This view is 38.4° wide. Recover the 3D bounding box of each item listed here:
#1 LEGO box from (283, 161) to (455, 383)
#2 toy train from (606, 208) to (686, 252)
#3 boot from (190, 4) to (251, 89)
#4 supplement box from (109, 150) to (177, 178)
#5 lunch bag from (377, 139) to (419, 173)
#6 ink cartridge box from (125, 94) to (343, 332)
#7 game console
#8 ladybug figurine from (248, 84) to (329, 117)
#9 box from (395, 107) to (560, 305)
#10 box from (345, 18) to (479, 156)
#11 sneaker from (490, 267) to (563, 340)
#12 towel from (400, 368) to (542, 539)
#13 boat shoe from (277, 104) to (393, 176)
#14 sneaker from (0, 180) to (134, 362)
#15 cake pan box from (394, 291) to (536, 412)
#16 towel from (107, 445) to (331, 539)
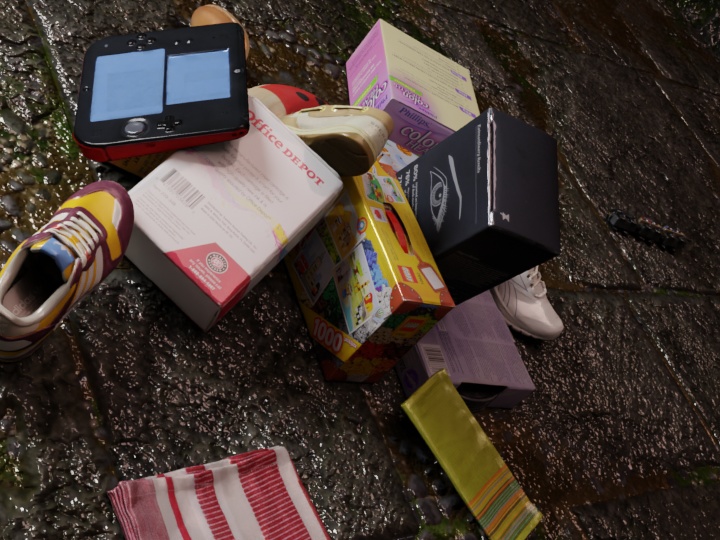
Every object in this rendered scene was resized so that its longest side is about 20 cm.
[{"bbox_3d":[0.000,0.000,1.139,0.077,0.149,0.201,9,46,-40],"label":"LEGO box"},{"bbox_3d":[0.511,-0.073,1.844,0.199,0.034,0.046,16,30,-34],"label":"toy train"},{"bbox_3d":[-0.207,-0.264,1.272,0.154,0.074,0.201,5,52,-48],"label":"boot"},{"bbox_3d":[-0.187,-0.125,1.158,0.199,0.067,0.069,23,39,-27],"label":"supplement box"},{"bbox_3d":[0.067,-0.092,1.347,0.199,0.076,0.161,27,22,-21],"label":"lunch bag"},{"bbox_3d":[-0.136,-0.061,1.059,0.148,0.086,0.200,43,59,2],"label":"ink cartridge box"},{"bbox_3d":[-0.206,-0.192,1.079,0.175,0.031,0.201,-10,45,1],"label":"game console"},{"bbox_3d":[-0.078,-0.167,1.275,0.199,0.071,0.137,-3,80,-54],"label":"ladybug figurine"},{"bbox_3d":[0.121,-0.063,1.165,0.104,0.199,0.149,19,62,-30],"label":"box"},{"bbox_3d":[0.080,-0.245,1.531,0.175,0.097,0.201,23,38,-27],"label":"box"},{"bbox_3d":[0.209,0.007,1.400,0.200,0.087,0.074,51,33,9],"label":"sneaker"},{"bbox_3d":[0.122,0.208,1.117,0.201,0.018,0.086,56,40,-2],"label":"towel"},{"bbox_3d":[-0.039,-0.142,1.113,0.066,0.199,0.074,-46,125,-26],"label":"boat shoe"},{"bbox_3d":[-0.254,-0.012,0.897,0.075,0.090,0.201,33,57,-9],"label":"sneaker"},{"bbox_3d":[0.107,0.075,1.256,0.183,0.052,0.201,7,48,-39],"label":"cake pan box"},{"bbox_3d":[-0.108,0.231,0.895,0.199,0.023,0.145,-4,57,-48],"label":"towel"}]
